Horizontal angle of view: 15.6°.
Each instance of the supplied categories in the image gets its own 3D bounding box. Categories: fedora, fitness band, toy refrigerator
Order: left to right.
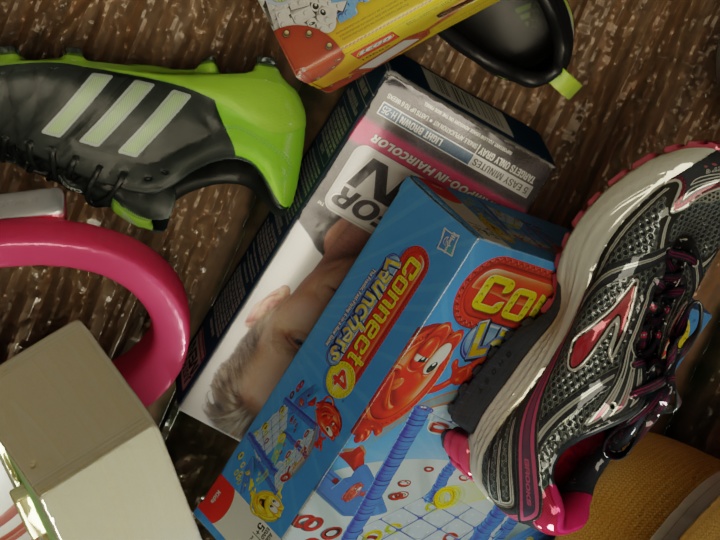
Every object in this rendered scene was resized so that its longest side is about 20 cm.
[{"bbox_3d":[-0.182,0.029,1.273,0.199,0.038,0.144,-8,133,2],"label":"fitness band"},{"bbox_3d":[-0.123,0.119,1.262,0.070,0.076,0.200,-32,146,-12],"label":"toy refrigerator"},{"bbox_3d":[0.147,0.139,1.322,0.082,0.200,0.201,38,105,19],"label":"fedora"}]

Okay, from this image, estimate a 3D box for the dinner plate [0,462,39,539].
[{"bbox_3d":[-0.234,0.095,1.295,0.199,0.024,0.201,-3,137,-3],"label":"dinner plate"}]

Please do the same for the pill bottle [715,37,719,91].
[{"bbox_3d":[0.231,-0.073,1.220,0.113,0.200,0.114,-2,110,-4],"label":"pill bottle"}]

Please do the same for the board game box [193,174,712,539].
[{"bbox_3d":[0.049,0.068,1.276,0.200,0.056,0.196,16,112,-48],"label":"board game box"}]

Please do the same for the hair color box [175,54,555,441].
[{"bbox_3d":[0.000,0.000,1.297,0.100,0.061,0.200,28,105,-15],"label":"hair color box"}]

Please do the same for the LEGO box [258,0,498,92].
[{"bbox_3d":[0.032,-0.192,1.160,0.199,0.077,0.149,-28,84,8],"label":"LEGO box"}]

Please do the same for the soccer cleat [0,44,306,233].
[{"bbox_3d":[-0.124,-0.061,1.251,0.199,0.068,0.081,1,79,-7],"label":"soccer cleat"}]

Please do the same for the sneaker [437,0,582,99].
[{"bbox_3d":[0.036,-0.158,1.231,0.200,0.083,0.072,40,101,-17],"label":"sneaker"}]

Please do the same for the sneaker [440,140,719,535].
[{"bbox_3d":[0.123,0.030,1.206,0.080,0.075,0.200,17,110,-48],"label":"sneaker"}]
